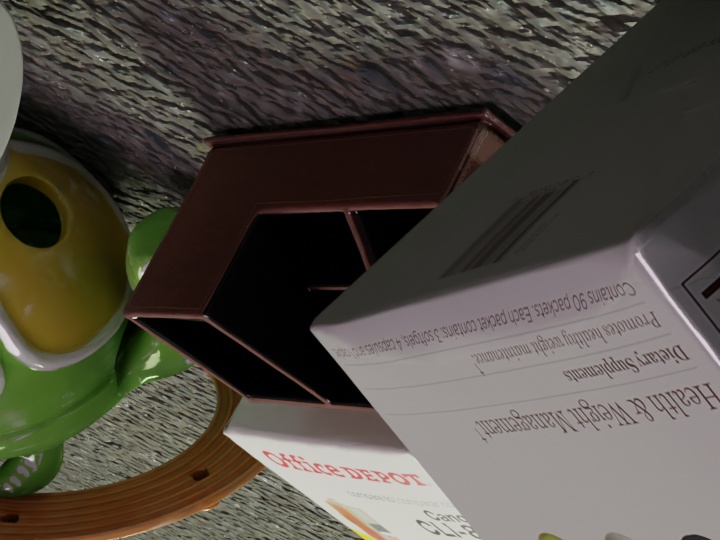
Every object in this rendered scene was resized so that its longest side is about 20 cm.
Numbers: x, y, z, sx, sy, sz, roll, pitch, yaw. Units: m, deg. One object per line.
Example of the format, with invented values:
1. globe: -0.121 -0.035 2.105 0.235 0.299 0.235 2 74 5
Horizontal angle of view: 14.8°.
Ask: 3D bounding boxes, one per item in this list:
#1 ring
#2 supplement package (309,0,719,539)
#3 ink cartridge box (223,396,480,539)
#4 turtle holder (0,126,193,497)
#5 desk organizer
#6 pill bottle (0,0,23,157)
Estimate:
1. ring: -0.127 0.068 1.221 0.200 0.200 0.019 17 126 34
2. supplement package: 0.127 0.036 0.630 0.200 0.147 0.191 51 161 -8
3. ink cartridge box: 0.065 0.086 1.101 0.200 0.084 0.145 39 160 -26
4. turtle holder: -0.153 0.010 1.151 0.185 0.141 0.132 29 149 38
5. desk organizer: 0.000 0.000 0.963 0.072 0.077 0.200 35 163 -25
6. pill bottle: -0.227 -0.086 1.001 0.199 0.120 0.120 21 163 26
